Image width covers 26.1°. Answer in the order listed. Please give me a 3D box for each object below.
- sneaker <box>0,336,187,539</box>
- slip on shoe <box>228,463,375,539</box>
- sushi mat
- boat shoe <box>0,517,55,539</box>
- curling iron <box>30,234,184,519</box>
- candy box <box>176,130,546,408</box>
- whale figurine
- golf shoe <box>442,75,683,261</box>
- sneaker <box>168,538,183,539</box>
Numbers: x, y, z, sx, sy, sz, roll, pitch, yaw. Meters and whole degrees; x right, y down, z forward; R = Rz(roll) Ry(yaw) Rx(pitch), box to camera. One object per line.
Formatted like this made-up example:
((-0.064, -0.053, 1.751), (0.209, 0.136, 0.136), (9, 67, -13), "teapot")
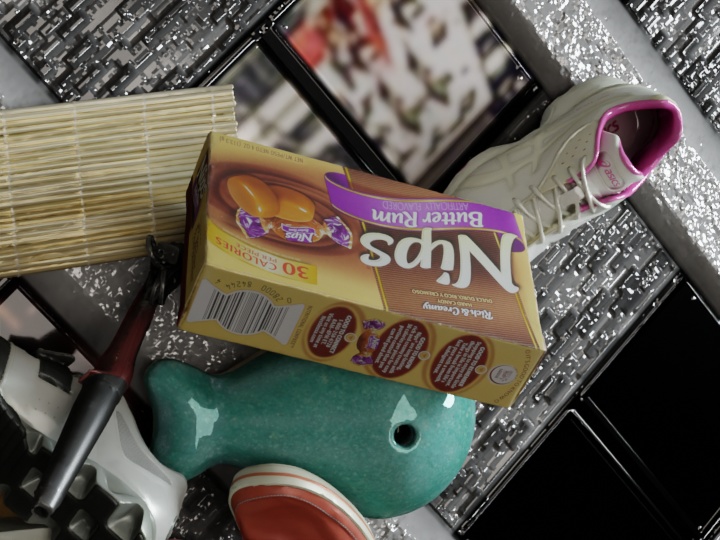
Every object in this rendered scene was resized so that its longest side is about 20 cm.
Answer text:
((-0.181, 0.082, 0.868), (0.200, 0.074, 0.089), (45, 31, -2), "sneaker")
((-0.021, 0.194, 0.909), (0.074, 0.061, 0.200), (-12, 119, 19), "slip on shoe")
((-0.159, -0.050, 0.894), (0.200, 0.012, 0.096), (-10, 97, -24), "sushi mat")
((-0.256, 0.172, 0.834), (0.200, 0.073, 0.062), (-1, 91, -30), "boat shoe")
((-0.137, 0.052, 0.841), (0.025, 0.050, 0.200), (17, 47, 6), "curling iron")
((0.000, 0.000, 0.883), (0.200, 0.117, 0.057), (14, 130, -15), "candy box")
((-0.025, 0.088, 0.917), (0.200, 0.104, 0.160), (-1, 99, -20), "whale figurine")
((0.122, -0.054, 0.985), (0.200, 0.091, 0.075), (-43, 111, -14), "golf shoe")
((-0.104, 0.264, 0.896), (0.075, 0.105, 0.201), (4, 94, -28), "sneaker")
